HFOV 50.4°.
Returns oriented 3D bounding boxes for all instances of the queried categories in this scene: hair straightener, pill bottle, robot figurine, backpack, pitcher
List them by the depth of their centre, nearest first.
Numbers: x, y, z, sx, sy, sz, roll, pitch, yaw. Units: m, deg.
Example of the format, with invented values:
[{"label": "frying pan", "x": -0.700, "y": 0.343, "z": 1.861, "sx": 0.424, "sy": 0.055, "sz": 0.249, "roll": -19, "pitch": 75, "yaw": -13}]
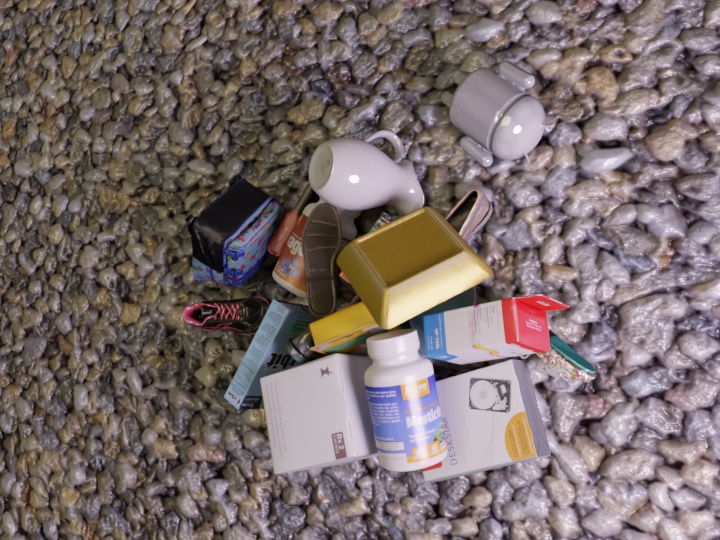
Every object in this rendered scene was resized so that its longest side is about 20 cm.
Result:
[{"label": "pill bottle", "x": 0.066, "y": 0.199, "z": 1.195, "sx": 0.111, "sy": 0.112, "sz": 0.203, "roll": -9, "pitch": 94, "yaw": 29}, {"label": "robot figurine", "x": 0.228, "y": -0.262, "z": 1.286, "sx": 0.200, "sy": 0.112, "sz": 0.171, "roll": 41, "pitch": 123, "yaw": 29}, {"label": "pitcher", "x": 0.008, "y": -0.186, "z": 1.356, "sx": 0.121, "sy": 0.198, "sz": 0.174, "roll": -36, "pitch": 56, "yaw": 45}, {"label": "pill bottle", "x": -0.076, "y": -0.053, "z": 1.433, "sx": 0.112, "sy": 0.112, "sz": 0.202, "roll": 32, "pitch": 98, "yaw": 30}, {"label": "hair straightener", "x": -0.116, "y": -0.117, "z": 1.487, "sx": 0.041, "sy": 0.077, "sz": 0.202, "roll": 24, "pitch": 90, "yaw": 13}, {"label": "backpack", "x": -0.245, "y": -0.051, "z": 1.494, "sx": 0.134, "sy": 0.183, "sz": 0.201, "roll": 30, "pitch": 140, "yaw": 13}]

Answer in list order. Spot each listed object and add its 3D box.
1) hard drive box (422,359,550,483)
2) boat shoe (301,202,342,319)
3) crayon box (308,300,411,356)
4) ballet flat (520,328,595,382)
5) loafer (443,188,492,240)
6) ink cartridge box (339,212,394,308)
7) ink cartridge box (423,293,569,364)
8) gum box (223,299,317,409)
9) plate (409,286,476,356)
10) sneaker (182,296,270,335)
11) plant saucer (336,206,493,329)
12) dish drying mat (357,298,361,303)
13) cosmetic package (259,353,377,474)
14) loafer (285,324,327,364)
[{"label": "hard drive box", "x": 0.189, "y": 0.248, "z": 1.250, "sx": 0.198, "sy": 0.077, "sz": 0.158, "roll": -22, "pitch": 72, "yaw": 27}, {"label": "boat shoe", "x": -0.071, "y": -0.015, "z": 1.351, "sx": 0.071, "sy": 0.068, "sz": 0.203, "roll": 5, "pitch": 82, "yaw": -2}, {"label": "crayon box", "x": 0.001, "y": 0.099, "z": 1.273, "sx": 0.124, "sy": 0.200, "sz": 0.052, "roll": -23, "pitch": 71, "yaw": 14}, {"label": "ballet flat", "x": 0.287, "y": 0.124, "z": 1.221, "sx": 0.200, "sy": 0.075, "sz": 0.064, "roll": 45, "pitch": 115, "yaw": 37}, {"label": "loafer", "x": 0.146, "y": -0.058, "z": 1.308, "sx": 0.072, "sy": 0.063, "sz": 0.201, "roll": 38, "pitch": 87, "yaw": 31}, {"label": "ink cartridge box", "x": 0.000, "y": 0.000, "z": 1.350, "sx": 0.050, "sy": 0.109, "sz": 0.201, "roll": 35, "pitch": 84, "yaw": 3}, {"label": "ink cartridge box", "x": 0.209, "y": 0.092, "z": 1.166, "sx": 0.198, "sy": 0.116, "sz": 0.068, "roll": -14, "pitch": 70, "yaw": 35}, {"label": "gum box", "x": -0.142, "y": 0.158, "z": 1.405, "sx": 0.044, "sy": 0.169, "sz": 0.202, "roll": 33, "pitch": 98, "yaw": 29}, {"label": "plate", "x": 0.116, "y": 0.052, "z": 1.355, "sx": 0.198, "sy": 0.025, "sz": 0.203, "roll": -5, "pitch": 80, "yaw": 29}, {"label": "sneaker", "x": -0.274, "y": 0.089, "z": 1.539, "sx": 0.198, "sy": 0.095, "sz": 0.080, "roll": -7, "pitch": 77, "yaw": 28}, {"label": "plant saucer", "x": 0.077, "y": -0.022, "z": 1.211, "sx": 0.198, "sy": 0.049, "sz": 0.200, "roll": -26, "pitch": 42, "yaw": -9}, {"label": "dish drying mat", "x": 0.060, "y": -0.004, "z": 1.350, "sx": 0.201, "sy": 0.018, "sz": 0.077, "roll": -55, "pitch": 16, "yaw": 12}, {"label": "cosmetic package", "x": -0.042, "y": 0.246, "z": 1.315, "sx": 0.163, "sy": 0.199, "sz": 0.167, "roll": -20, "pitch": 72, "yaw": 26}, {"label": "loafer", "x": -0.062, "y": 0.126, "z": 1.349, "sx": 0.072, "sy": 0.200, "sz": 0.063, "roll": 45, "pitch": 102, "yaw": 15}]
